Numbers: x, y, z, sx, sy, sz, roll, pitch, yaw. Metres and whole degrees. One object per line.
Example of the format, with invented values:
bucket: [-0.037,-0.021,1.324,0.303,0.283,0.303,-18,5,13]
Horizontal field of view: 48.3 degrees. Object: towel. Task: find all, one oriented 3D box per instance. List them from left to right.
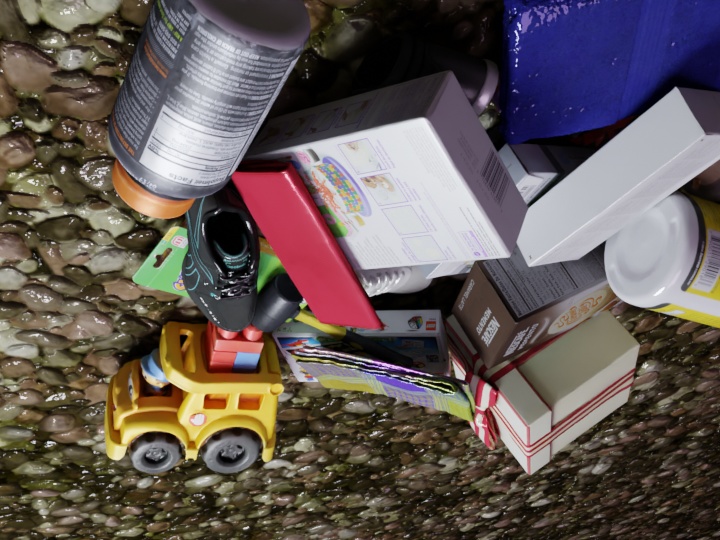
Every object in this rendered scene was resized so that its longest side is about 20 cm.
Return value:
towel: [0.030,0.128,0.903,0.196,0.023,0.144,11,161,17]
towel: [0.203,-0.181,0.633,0.196,0.050,0.149,-14,141,-4]

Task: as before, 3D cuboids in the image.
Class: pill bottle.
pill bottle: [-0.124,-0.128,0.600,0.105,0.108,0.200,10,138,-31]
pill bottle: [0.343,-0.003,0.769,0.197,0.113,0.112,14,137,-22]

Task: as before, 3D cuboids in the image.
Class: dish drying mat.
dish drying mat: [-0.046,-0.018,0.715,0.076,0.018,0.201,3,140,33]

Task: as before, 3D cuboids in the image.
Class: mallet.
mallet: [-0.032,0.072,0.882,0.199,0.042,0.066,33,131,-28]

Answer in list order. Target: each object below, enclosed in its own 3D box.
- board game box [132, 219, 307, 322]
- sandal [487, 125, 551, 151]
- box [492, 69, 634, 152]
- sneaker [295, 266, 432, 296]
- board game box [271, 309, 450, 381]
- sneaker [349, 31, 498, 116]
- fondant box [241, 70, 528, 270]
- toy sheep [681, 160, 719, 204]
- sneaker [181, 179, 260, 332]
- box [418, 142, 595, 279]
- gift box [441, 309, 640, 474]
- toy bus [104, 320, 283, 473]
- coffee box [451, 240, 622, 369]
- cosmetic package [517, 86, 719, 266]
board game box: [-0.130,0.001,0.843,0.198,0.030,0.095,15,134,-39]
sandal: [0.101,-0.085,0.793,0.198,0.046,0.075,-30,144,21]
box: [0.223,-0.198,0.689,0.135,0.040,0.200,12,137,-32]
sneaker: [0.000,0.000,0.842,0.198,0.082,0.077,14,135,-36]
board game box: [0.005,0.093,0.962,0.196,0.035,0.127,-1,147,12]
sneaker: [0.022,-0.129,0.696,0.098,0.072,0.200,23,141,-20]
fondant box: [0.018,-0.071,0.663,0.198,0.059,0.145,-5,135,40]
toy sheep: [0.377,-0.125,0.772,0.197,0.139,0.139,-5,145,-24]
sneaker: [-0.129,-0.009,0.747,0.074,0.080,0.202,-18,133,-16]
box: [0.165,-0.059,0.806,0.198,0.042,0.156,-6,148,-43]
gift box: [0.201,0.113,0.980,0.185,0.200,0.186,-33,142,-9]
toy bus: [-0.182,0.120,0.910,0.196,0.137,0.194,3,129,-20]
coffee box: [0.207,0.012,0.848,0.197,0.080,0.115,-23,155,-18]
cosmetic package: [0.227,-0.077,0.702,0.082,0.051,0.200,-9,156,-41]
